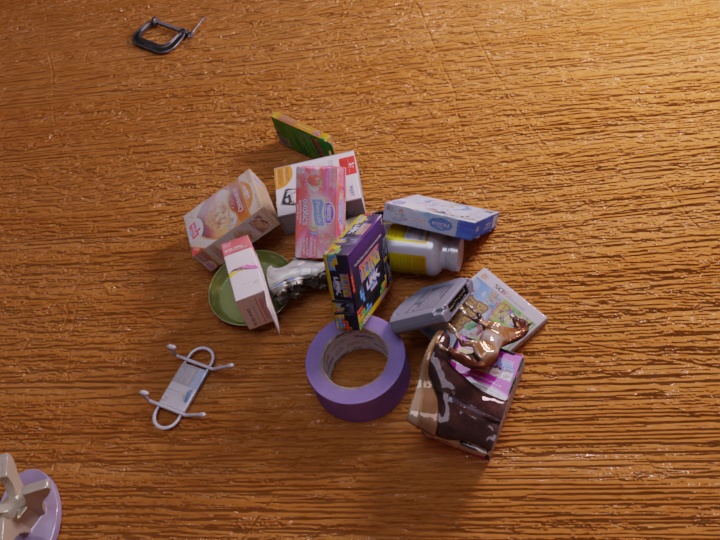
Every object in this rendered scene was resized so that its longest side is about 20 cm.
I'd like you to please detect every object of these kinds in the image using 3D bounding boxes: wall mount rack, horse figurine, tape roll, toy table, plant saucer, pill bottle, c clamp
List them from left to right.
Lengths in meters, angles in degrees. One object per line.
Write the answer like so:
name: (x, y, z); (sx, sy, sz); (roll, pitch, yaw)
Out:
toy table: (-0.659, 0.459, 1.498); (0.183, 0.117, 0.200); (-27, 53, -7)
c clamp: (-0.593, -0.725, 2.382); (0.200, 0.027, 0.171); (20, 67, 23)
wall mount rack: (-0.351, 0.236, 1.611); (0.173, 0.075, 0.200); (15, 61, 22)
plant saucer: (-0.240, 0.044, 1.750); (0.199, 0.031, 0.200); (-6, 55, 9)
tape roll: (-0.004, 0.193, 1.558); (0.199, 0.085, 0.200); (-6, 55, 9)
pill bottle: (0.118, -0.044, 1.686); (0.199, 0.104, 0.104); (7, 57, 17)
horse figurine: (0.223, 0.127, 1.451); (0.132, 0.050, 0.200); (34, 42, 12)

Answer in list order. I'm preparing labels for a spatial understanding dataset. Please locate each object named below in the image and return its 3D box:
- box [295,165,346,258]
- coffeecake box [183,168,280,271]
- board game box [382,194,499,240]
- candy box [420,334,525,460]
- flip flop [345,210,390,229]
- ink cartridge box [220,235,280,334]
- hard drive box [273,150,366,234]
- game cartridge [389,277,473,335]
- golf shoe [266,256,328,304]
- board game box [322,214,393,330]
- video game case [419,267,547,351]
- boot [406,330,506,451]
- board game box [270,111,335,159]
box: (-0.087, -0.130, 1.723); (0.094, 0.103, 0.201); (2, 96, 10)
coffeecake box: (-0.301, -0.117, 1.808); (0.200, 0.073, 0.154); (-34, 45, 9)
board game box: (0.177, -0.117, 1.687); (0.199, 0.044, 0.200); (16, 16, 22)
candy box: (0.213, 0.238, 1.475); (0.136, 0.061, 0.200); (18, 69, 23)
flip flop: (0.046, -0.106, 1.774); (0.199, 0.058, 0.081); (-2, 55, 12)
ink cartridge box: (-0.233, 0.040, 1.660); (0.067, 0.117, 0.200); (-20, 53, -3)
hard drive box: (-0.097, -0.185, 1.852); (0.199, 0.077, 0.156); (-13, 54, 4)
game cartridge: (0.138, 0.071, 1.563); (0.133, 0.041, 0.200); (-12, 13, 28)
golf shoe: (-0.110, -0.003, 1.706); (0.199, 0.078, 0.097); (-15, 54, -19)
board game box: (0.000, 0.000, 1.572); (0.057, 0.166, 0.200); (2, 28, 22)
video game case: (0.247, 0.107, 1.600); (0.200, 0.022, 0.182); (-38, 56, -14)
boot: (0.186, 0.219, 1.433); (0.166, 0.072, 0.200); (15, 64, 8)
board game box: (-0.133, -0.323, 1.945); (0.200, 0.096, 0.030); (31, 66, 29)
